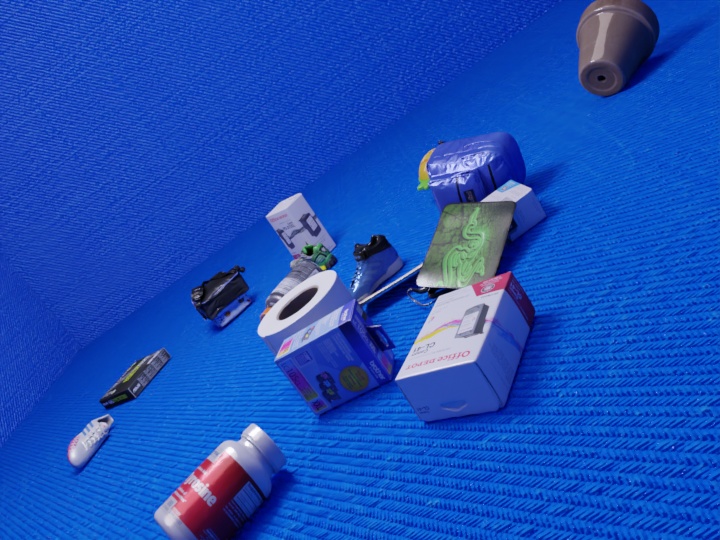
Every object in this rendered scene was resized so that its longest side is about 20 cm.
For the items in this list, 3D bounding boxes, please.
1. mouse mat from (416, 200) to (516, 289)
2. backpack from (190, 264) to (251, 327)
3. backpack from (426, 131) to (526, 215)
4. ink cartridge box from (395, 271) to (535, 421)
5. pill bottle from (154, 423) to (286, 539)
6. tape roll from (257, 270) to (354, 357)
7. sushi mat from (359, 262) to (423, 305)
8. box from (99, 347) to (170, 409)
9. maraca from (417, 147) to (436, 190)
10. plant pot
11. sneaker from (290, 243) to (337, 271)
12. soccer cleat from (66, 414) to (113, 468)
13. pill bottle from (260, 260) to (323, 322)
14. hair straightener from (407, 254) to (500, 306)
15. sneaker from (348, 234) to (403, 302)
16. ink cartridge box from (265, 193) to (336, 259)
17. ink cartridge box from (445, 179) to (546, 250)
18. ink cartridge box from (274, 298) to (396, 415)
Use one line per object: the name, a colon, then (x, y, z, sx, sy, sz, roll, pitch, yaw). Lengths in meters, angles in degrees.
mouse mat: (0.198, -0.051, 1.201, 0.158, 0.008, 0.204, 1, 57, 36)
backpack: (-0.460, 0.086, 2.101, 0.198, 0.157, 0.189, -36, 24, -24)
backpack: (0.260, -0.196, 1.412, 0.196, 0.164, 0.170, -9, 38, 32)
ink cartridge box: (0.156, 0.109, 0.931, 0.146, 0.087, 0.201, -22, 21, 39)
pill bottle: (-0.211, 0.343, 0.996, 0.200, 0.113, 0.111, -45, 19, -26)
tape roll: (-0.091, 0.117, 1.303, 0.200, 0.140, 0.204, -33, 18, 12)
sushi mat: (0.077, 0.025, 1.380, 0.197, 0.012, 0.096, -32, -1, 14)
box: (-0.750, 0.360, 2.135, 0.191, 0.048, 0.201, -26, 20, 38)
maraca: (0.218, -0.276, 1.776, 0.135, 0.108, 0.201, -26, 20, 28)
plant pot: (0.614, -0.534, 1.575, 0.198, 0.199, 0.177, -11, 46, 54)
sneaker: (-0.152, -0.039, 1.929, 0.198, 0.086, 0.078, -17, 24, 49)
soccer cleat: (-0.762, 0.474, 1.816, 0.085, 0.071, 0.201, -34, 17, 8)
pill bottle: (-0.173, 0.074, 1.637, 0.105, 0.107, 0.201, -17, 26, 46)
hair straightener: (0.172, 0.017, 1.205, 0.196, 0.041, 0.077, -22, 22, 25)
sneaker: (0.000, 0.000, 1.479, 0.199, 0.112, 0.076, -41, 18, -13)
ink cartridge box: (-0.190, -0.126, 2.032, 0.084, 0.202, 0.143, -45, 19, -32)
ink cartridge box: (0.253, -0.087, 1.275, 0.198, 0.068, 0.116, -36, 18, 3)
ink cartridge box: (-0.030, 0.146, 1.112, 0.197, 0.138, 0.077, -30, 19, 20)
